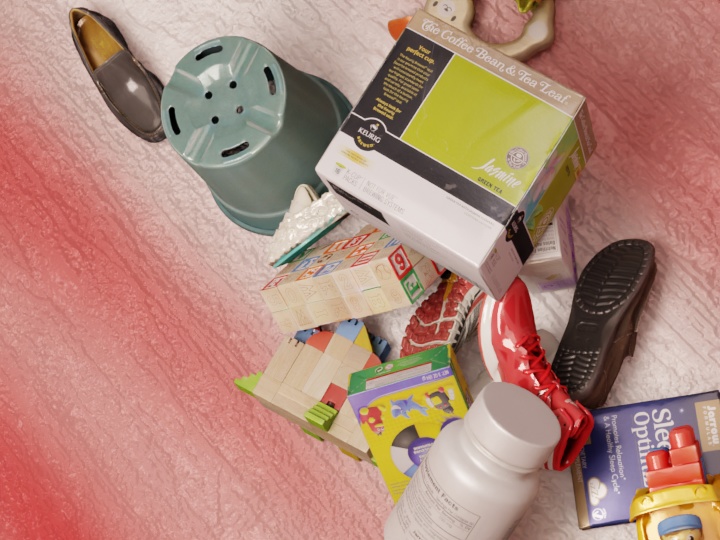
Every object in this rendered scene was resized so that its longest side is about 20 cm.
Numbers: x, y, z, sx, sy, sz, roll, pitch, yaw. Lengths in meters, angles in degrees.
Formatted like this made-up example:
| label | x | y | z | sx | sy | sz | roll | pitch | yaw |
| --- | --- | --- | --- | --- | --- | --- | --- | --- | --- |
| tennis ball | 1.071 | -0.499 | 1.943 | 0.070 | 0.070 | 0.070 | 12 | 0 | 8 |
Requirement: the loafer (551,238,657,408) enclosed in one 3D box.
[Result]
| label | x | y | z | sx | sy | sz | roll | pitch | yaw |
| --- | --- | --- | --- | --- | --- | --- | --- | --- | --- |
| loafer | 0.259 | 0.058 | 1.634 | 0.073 | 0.071 | 0.201 | 15 | 68 | 39 |

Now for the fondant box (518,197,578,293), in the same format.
| label | x | y | z | sx | sy | sz | roll | pitch | yaw |
| --- | --- | --- | --- | --- | --- | --- | --- | --- | --- |
| fondant box | 0.186 | -0.090 | 1.646 | 0.058 | 0.144 | 0.203 | -7 | 75 | 14 |

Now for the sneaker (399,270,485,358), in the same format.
| label | x | y | z | sx | sy | sz | roll | pitch | yaw |
| --- | --- | --- | --- | --- | --- | --- | --- | --- | --- |
| sneaker | 0.115 | 0.050 | 1.663 | 0.201 | 0.082 | 0.078 | -58 | 31 | -8 |

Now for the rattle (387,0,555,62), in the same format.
| label | x | y | z | sx | sy | sz | roll | pitch | yaw |
| --- | --- | --- | --- | --- | --- | --- | --- | --- | --- |
| rattle | 0.115 | -0.291 | 1.723 | 0.197 | 0.143 | 0.132 | -1 | 96 | 12 |

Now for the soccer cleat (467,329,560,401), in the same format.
| label | x | y | z | sx | sy | sz | roll | pitch | yaw |
| --- | --- | --- | --- | --- | --- | --- | --- | --- | --- |
| soccer cleat | 0.139 | 0.145 | 1.651 | 0.200 | 0.069 | 0.078 | -43 | 86 | 7 |

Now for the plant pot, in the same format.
| label | x | y | z | sx | sy | sz | roll | pitch | yaw |
| --- | --- | --- | --- | --- | --- | --- | --- | --- | --- |
| plant pot | -0.119 | -0.160 | 1.734 | 0.198 | 0.196 | 0.203 | -4 | 76 | 16 |

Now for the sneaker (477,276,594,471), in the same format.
| label | x | y | z | sx | sy | sz | roll | pitch | yaw |
| --- | --- | --- | --- | --- | --- | --- | --- | --- | --- |
| sneaker | 0.186 | 0.105 | 1.555 | 0.115 | 0.078 | 0.202 | 7 | 111 | 46 |

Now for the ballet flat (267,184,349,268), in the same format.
| label | x | y | z | sx | sy | sz | roll | pitch | yaw |
| --- | --- | --- | --- | --- | --- | --- | --- | --- | --- |
| ballet flat | -0.030 | -0.080 | 1.699 | 0.199 | 0.072 | 0.072 | -33 | 70 | 15 |

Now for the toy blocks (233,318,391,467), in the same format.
| label | x | y | z | sx | sy | sz | roll | pitch | yaw |
| --- | --- | --- | --- | --- | --- | --- | --- | --- | --- |
| toy blocks | -0.019 | 0.116 | 1.703 | 0.198 | 0.100 | 0.138 | 25 | 75 | 21 |

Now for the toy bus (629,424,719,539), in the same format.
| label | x | y | z | sx | sy | sz | roll | pitch | yaw |
| --- | --- | --- | --- | --- | --- | --- | --- | --- | --- |
| toy bus | 0.313 | 0.250 | 1.475 | 0.134 | 0.200 | 0.194 | -11 | 90 | 16 |

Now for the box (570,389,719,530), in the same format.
| label | x | y | z | sx | sy | sz | roll | pitch | yaw |
| --- | --- | --- | --- | --- | --- | --- | --- | --- | --- |
| box | 0.316 | 0.194 | 1.599 | 0.198 | 0.032 | 0.123 | -11 | 75 | 15 |

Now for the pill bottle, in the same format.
| label | x | y | z | sx | sy | sz | roll | pitch | yaw |
| --- | --- | --- | --- | --- | --- | --- | --- | --- | --- |
| pill bottle | 0.113 | 0.213 | 1.527 | 0.114 | 0.114 | 0.201 | 42 | 122 | 22 |

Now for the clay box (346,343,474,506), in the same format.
| label | x | y | z | sx | sy | sz | roll | pitch | yaw |
| --- | --- | --- | --- | --- | --- | --- | --- | --- | --- |
| clay box | 0.073 | 0.182 | 1.607 | 0.114 | 0.048 | 0.201 | -17 | 117 | 12 |

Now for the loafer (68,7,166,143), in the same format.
| label | x | y | z | sx | sy | sz | roll | pitch | yaw |
| --- | --- | --- | --- | --- | --- | --- | --- | --- | --- |
| loafer | -0.297 | -0.237 | 1.876 | 0.073 | 0.072 | 0.200 | -41 | 70 | 4 |

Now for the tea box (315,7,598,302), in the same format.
| label | x | y | z | sx | sy | sz | roll | pitch | yaw |
| --- | --- | --- | --- | --- | --- | --- | --- | --- | --- |
| tea box | 0.098 | -0.113 | 1.525 | 0.199 | 0.134 | 0.198 | 32 | 85 | 20 |

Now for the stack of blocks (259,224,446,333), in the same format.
| label | x | y | z | sx | sy | sz | roll | pitch | yaw |
| --- | --- | --- | --- | --- | --- | --- | --- | --- | --- |
| stack of blocks | 0.000 | 0.000 | 1.677 | 0.199 | 0.115 | 0.059 | -14 | 111 | 42 |
